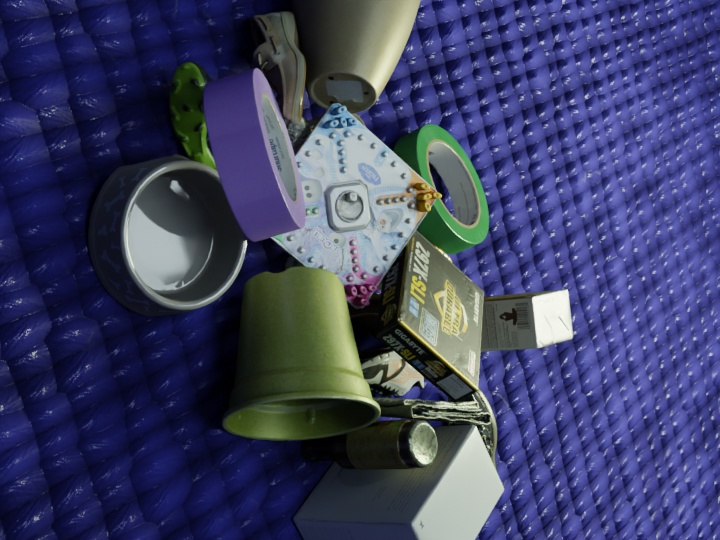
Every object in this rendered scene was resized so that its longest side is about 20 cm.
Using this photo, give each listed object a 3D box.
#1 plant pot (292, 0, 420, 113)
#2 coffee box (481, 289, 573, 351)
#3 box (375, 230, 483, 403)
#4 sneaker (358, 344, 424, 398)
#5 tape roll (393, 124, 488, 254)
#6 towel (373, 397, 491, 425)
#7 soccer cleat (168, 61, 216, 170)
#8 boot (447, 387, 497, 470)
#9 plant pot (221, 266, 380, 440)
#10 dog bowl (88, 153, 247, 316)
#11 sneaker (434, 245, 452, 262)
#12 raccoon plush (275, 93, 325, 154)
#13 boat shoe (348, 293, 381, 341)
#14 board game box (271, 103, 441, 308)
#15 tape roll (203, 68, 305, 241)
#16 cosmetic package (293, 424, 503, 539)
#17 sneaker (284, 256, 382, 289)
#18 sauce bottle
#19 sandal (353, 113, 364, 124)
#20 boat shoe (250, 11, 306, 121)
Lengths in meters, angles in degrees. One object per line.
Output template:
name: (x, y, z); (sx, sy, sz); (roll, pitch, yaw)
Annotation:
plant pot: (-0.014, -0.322, 1.745); (0.187, 0.187, 0.201); (38, 48, -42)
coffee box: (0.210, 0.080, 1.974); (0.114, 0.200, 0.080); (-7, 91, -52)
box: (0.098, 0.057, 1.746); (0.160, 0.049, 0.200); (40, 34, -23)
sneaker: (0.036, 0.149, 1.846); (0.200, 0.074, 0.080); (-9, 93, -52)
tape roll: (0.126, -0.126, 1.982); (0.200, 0.048, 0.201); (37, 40, -40)
towel: (0.054, 0.185, 1.759); (0.192, 0.200, 0.035); (14, 80, -49)
soccer cleat: (-0.190, -0.168, 1.625); (0.081, 0.067, 0.201); (-41, 123, -58)
boot: (0.147, 0.283, 1.958); (0.154, 0.073, 0.204); (-18, 102, -56)
plant pot: (-0.080, 0.102, 1.631); (0.200, 0.200, 0.185); (22, 56, -48)
dog bowl: (-0.221, -0.042, 1.525); (0.200, 0.059, 0.201); (-1, 92, -40)
sneaker: (0.056, -0.011, 1.913); (0.200, 0.076, 0.088); (24, 80, -42)
raccoon plush: (-0.078, -0.137, 1.713); (0.134, 0.097, 0.201); (-9, 76, -46)
boat shoe: (0.038, 0.068, 1.862); (0.200, 0.070, 0.071); (0, 80, -52)
board game box: (-0.013, -0.085, 1.698); (0.200, 0.026, 0.200); (40, 75, -22)
tape roll: (-0.126, -0.139, 1.551); (0.200, 0.065, 0.201); (-16, 90, -83)
cosmetic package: (0.055, 0.317, 1.739); (0.199, 0.200, 0.123); (-49, 122, -43)
sneaker: (0.000, 0.000, 1.773); (0.199, 0.087, 0.075); (-9, 97, -34)
sauce bottle: (0.006, 0.230, 1.690); (0.065, 0.200, 0.065); (11, 75, -50)
sandal: (-0.022, -0.137, 1.832); (0.080, 0.054, 0.200); (43, 53, -38)
boat shoe: (-0.110, -0.268, 1.685); (0.072, 0.065, 0.200); (101, -16, -48)
